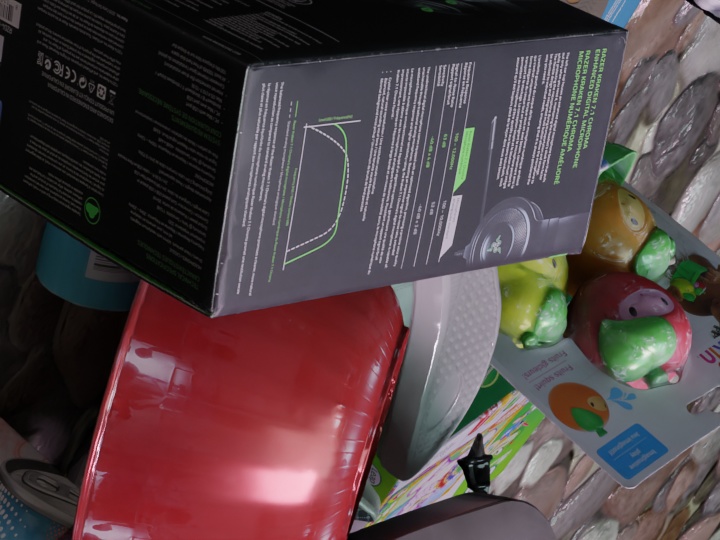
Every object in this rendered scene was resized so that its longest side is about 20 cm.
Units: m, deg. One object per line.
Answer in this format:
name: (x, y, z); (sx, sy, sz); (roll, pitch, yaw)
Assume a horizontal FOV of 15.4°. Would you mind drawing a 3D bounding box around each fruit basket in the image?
fruit basket: (0.120, 0.006, 1.368); (0.185, 0.200, 0.094); (-27, 146, -42)

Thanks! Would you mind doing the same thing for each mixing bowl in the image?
mixing bowl: (-0.043, 0.056, 1.144); (0.200, 0.108, 0.201); (18, 90, -87)

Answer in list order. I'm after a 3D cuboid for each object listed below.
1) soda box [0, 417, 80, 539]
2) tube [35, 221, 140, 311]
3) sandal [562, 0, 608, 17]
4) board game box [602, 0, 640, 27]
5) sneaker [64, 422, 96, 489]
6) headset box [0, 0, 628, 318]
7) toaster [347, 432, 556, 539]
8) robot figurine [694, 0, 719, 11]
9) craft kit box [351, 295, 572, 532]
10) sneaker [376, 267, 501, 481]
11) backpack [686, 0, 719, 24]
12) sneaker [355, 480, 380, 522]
soda box: (-0.205, 0.156, 1.143); (0.200, 0.068, 0.064); (-42, 160, -25)
tube: (-0.085, -0.081, 1.083); (0.077, 0.050, 0.201); (-20, 134, -53)
sandal: (0.091, -0.093, 1.246); (0.201, 0.054, 0.082); (-60, 155, 12)
board game box: (0.076, -0.147, 1.273); (0.151, 0.047, 0.200); (-59, 155, 11)
sneaker: (-0.105, 0.119, 1.269); (0.200, 0.076, 0.075); (-53, 154, -7)
headset box: (-0.025, -0.069, 0.988); (0.199, 0.174, 0.093); (-10, 119, -42)
toaster: (0.022, 0.199, 1.196); (0.180, 0.201, 0.119); (-22, 178, -11)
robot figurine: (0.153, -0.219, 1.174); (0.112, 0.201, 0.169); (-14, 171, 17)
craft kit box: (0.040, 0.098, 1.478); (0.200, 0.049, 0.198); (-34, 168, -36)
sneaker: (0.000, 0.000, 1.241); (0.074, 0.118, 0.201); (-42, 146, -43)
backpack: (0.254, -0.203, 1.412); (0.200, 0.166, 0.127); (-33, 129, -31)
sneaker: (0.007, 0.025, 1.307); (0.076, 0.080, 0.201); (-48, 161, -71)
